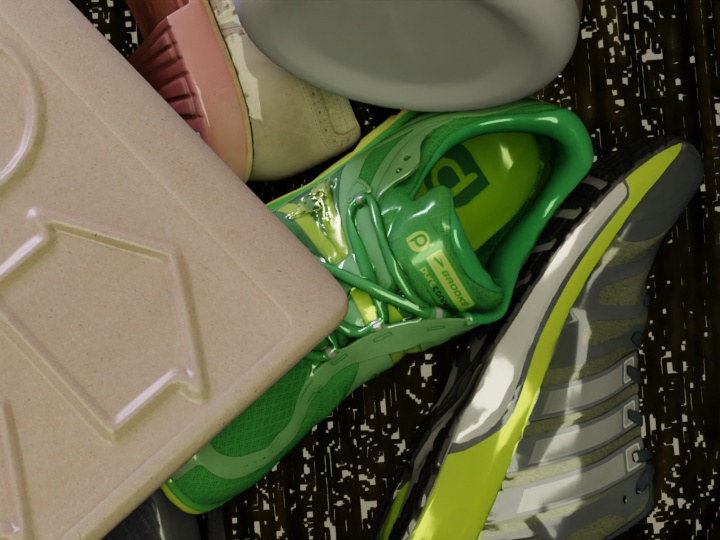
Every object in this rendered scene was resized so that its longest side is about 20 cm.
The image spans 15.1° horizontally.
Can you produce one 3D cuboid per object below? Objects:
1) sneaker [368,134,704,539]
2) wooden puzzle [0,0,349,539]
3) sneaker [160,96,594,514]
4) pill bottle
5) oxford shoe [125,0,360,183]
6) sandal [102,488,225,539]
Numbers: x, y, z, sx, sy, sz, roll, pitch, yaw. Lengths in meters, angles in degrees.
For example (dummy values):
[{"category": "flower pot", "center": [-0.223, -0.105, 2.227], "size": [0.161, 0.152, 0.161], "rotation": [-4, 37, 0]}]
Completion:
[{"category": "sneaker", "center": [0.073, 0.047, 0.949], "size": [0.081, 0.074, 0.201], "rotation": [27, 91, -11]}, {"category": "wooden puzzle", "center": [-0.133, 0.009, 0.846], "size": [0.200, 0.046, 0.185], "rotation": [-41, 81, -23]}, {"category": "sneaker", "center": [0.000, 0.000, 0.907], "size": [0.200, 0.083, 0.074], "rotation": [-44, 108, -23]}, {"category": "pill bottle", "center": [0.027, -0.165, 0.912], "size": [0.115, 0.116, 0.201], "rotation": [9, 68, -2]}, {"category": "oxford shoe", "center": [-0.054, -0.127, 0.957], "size": [0.073, 0.071, 0.201], "rotation": [-13, 90, -25]}, {"category": "sandal", "center": [-0.073, 0.053, 0.937], "size": [0.043, 0.076, 0.202], "rotation": [-9, 88, -30]}]
